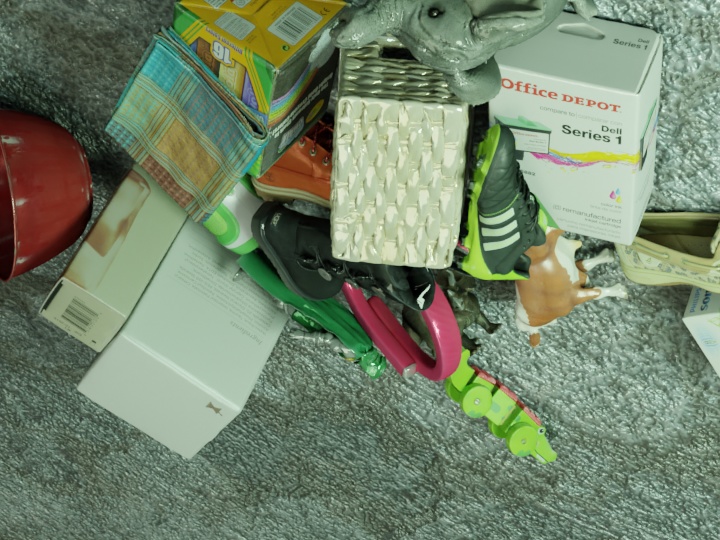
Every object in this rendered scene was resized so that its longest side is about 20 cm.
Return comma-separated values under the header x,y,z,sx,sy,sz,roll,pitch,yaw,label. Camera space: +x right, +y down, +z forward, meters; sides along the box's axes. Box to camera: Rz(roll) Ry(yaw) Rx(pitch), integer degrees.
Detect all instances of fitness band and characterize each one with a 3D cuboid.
x,y,z,sx,sy,sz,roll,pitch,yaw,label
0.039,0.035,1.739,0.200,0.037,0.144,50,152,27,fitness band

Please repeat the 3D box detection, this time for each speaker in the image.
x,y,z,sx,sy,sz,roll,pitch,yaw,label
-0.175,-0.110,1.732,0.088,0.089,0.200,-18,125,44,speaker

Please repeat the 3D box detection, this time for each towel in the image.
x,y,z,sx,sy,sz,roll,pitch,yaw,label
-0.172,-0.134,1.542,0.147,0.022,0.200,45,147,-1,towel

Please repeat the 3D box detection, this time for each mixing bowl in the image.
x,y,z,sx,sy,sz,roll,pitch,yaw,label
-0.369,-0.095,1.814,0.107,0.202,0.201,-11,153,-24,mixing bowl

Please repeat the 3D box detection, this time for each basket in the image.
x,y,z,sx,sy,sz,roll,pitch,yaw,label
0.039,-0.112,1.509,0.134,0.124,0.202,5,128,2,basket

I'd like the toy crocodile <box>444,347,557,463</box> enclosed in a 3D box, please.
x,y,z,sx,sy,sz,roll,pitch,yaw,label
0.162,0.159,1.880,0.200,0.062,0.068,41,-179,-22,toy crocodile

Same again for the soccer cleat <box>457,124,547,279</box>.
x,y,z,sx,sy,sz,roll,pitch,yaw,label
0.137,-0.062,1.484,0.080,0.068,0.201,7,144,3,soccer cleat

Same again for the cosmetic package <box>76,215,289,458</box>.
x,y,z,sx,sy,sz,roll,pitch,yaw,label
-0.198,0.076,1.876,0.165,0.201,0.167,34,143,-10,cosmetic package

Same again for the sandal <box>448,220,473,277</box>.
x,y,z,sx,sy,sz,roll,pitch,yaw,label
0.100,-0.021,1.654,0.197,0.046,0.075,9,153,-19,sandal

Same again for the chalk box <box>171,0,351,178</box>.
x,y,z,sx,sy,sz,roll,pitch,yaw,label
-0.105,-0.188,1.542,0.123,0.125,0.201,35,144,13,chalk box

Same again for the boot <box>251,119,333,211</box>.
x,y,z,sx,sy,sz,roll,pitch,yaw,label
-0.039,-0.121,1.649,0.198,0.075,0.108,5,134,28,boot

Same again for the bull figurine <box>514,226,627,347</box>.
x,y,z,sx,sy,sz,roll,pitch,yaw,label
0.200,-0.002,1.622,0.120,0.066,0.201,-17,139,7,bull figurine

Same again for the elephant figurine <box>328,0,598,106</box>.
x,y,z,sx,sy,sz,roll,pitch,yaw,label
0.090,-0.212,1.345,0.153,0.201,0.142,3,138,28,elephant figurine

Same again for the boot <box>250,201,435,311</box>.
x,y,z,sx,sy,sz,roll,pitch,yaw,label
-0.001,0.000,1.673,0.198,0.066,0.165,13,162,37,boot

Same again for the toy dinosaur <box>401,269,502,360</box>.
x,y,z,sx,sy,sz,roll,pitch,yaw,label
0.091,0.050,1.792,0.103,0.077,0.200,52,151,-5,toy dinosaur

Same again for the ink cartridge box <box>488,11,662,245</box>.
x,y,z,sx,sy,sz,roll,pitch,yaw,label
0.196,-0.133,1.475,0.143,0.084,0.201,14,143,18,ink cartridge box

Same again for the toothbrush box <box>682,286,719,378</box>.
x,y,z,sx,sy,sz,roll,pitch,yaw,label
0.439,0.053,1.553,0.198,0.087,0.146,-8,131,40,toothbrush box

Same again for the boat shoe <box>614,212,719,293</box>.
x,y,z,sx,sy,sz,roll,pitch,yaw,label
0.331,-0.024,1.535,0.198,0.074,0.063,-3,133,37,boat shoe

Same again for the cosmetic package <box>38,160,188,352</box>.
x,y,z,sx,sy,sz,roll,pitch,yaw,label
-0.270,-0.023,1.800,0.087,0.201,0.103,33,142,-9,cosmetic package

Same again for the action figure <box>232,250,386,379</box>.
x,y,z,sx,sy,sz,roll,pitch,yaw,label
-0.051,0.053,1.802,0.199,0.118,0.055,38,106,10,action figure
